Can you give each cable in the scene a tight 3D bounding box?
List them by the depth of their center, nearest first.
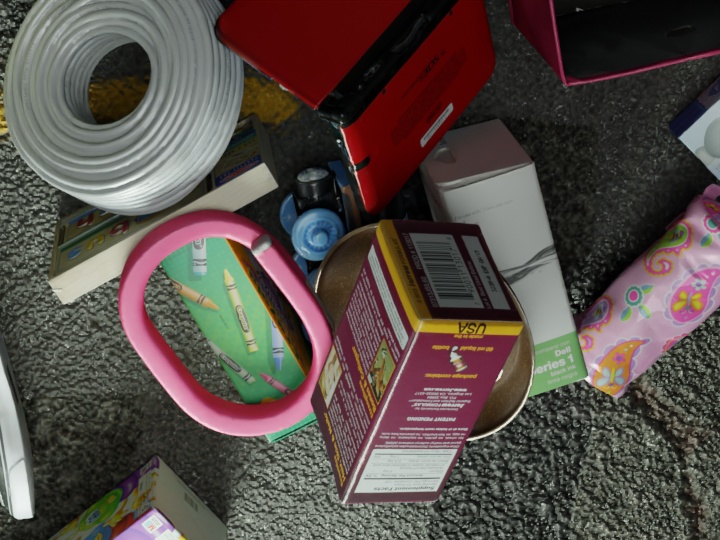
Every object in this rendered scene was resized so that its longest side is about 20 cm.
[{"bbox_3d":[-0.186,-0.147,1.282,0.200,0.069,0.200,-39,70,12],"label":"cable"}]

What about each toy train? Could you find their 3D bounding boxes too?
[{"bbox_3d":[0.000,0.000,1.401,0.114,0.087,0.200,-14,113,-8],"label":"toy train"}]

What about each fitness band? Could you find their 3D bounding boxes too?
[{"bbox_3d":[-0.104,0.045,1.297,0.144,0.037,0.200,-31,115,6],"label":"fitness band"}]

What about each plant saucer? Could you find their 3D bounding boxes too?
[{"bbox_3d":[0.056,0.044,1.315,0.200,0.037,0.201,16,126,24],"label":"plant saucer"}]

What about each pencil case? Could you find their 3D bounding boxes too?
[{"bbox_3d":[0.262,0.020,1.418,0.087,0.087,0.200,35,114,-17],"label":"pencil case"}]

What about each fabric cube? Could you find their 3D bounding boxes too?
[{"bbox_3d":[0.216,-0.276,1.255,0.200,0.199,0.196,-12,111,-1],"label":"fabric cube"}]

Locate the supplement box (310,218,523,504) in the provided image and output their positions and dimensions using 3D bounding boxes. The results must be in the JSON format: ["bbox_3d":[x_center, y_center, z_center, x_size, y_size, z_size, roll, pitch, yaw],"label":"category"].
[{"bbox_3d":[0.037,0.072,1.233,0.086,0.110,0.200,3,132,-22],"label":"supplement box"}]

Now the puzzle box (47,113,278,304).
[{"bbox_3d":[-0.163,-0.053,1.335,0.200,0.133,0.025,-28,114,5],"label":"puzzle box"}]

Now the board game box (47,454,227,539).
[{"bbox_3d":[-0.228,0.282,1.471,0.200,0.103,0.105,-38,110,9],"label":"board game box"}]

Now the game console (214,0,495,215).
[{"bbox_3d":[0.002,-0.176,1.308,0.200,0.119,0.172,-51,144,-28],"label":"game console"}]

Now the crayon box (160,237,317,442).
[{"bbox_3d":[-0.101,0.032,1.381,0.058,0.119,0.200,-27,111,5],"label":"crayon box"}]

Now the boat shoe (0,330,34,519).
[{"bbox_3d":[-0.331,0.127,1.417,0.068,0.074,0.200,-12,111,-6],"label":"boat shoe"}]

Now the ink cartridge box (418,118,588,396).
[{"bbox_3d":[0.116,-0.012,1.372,0.084,0.146,0.200,-17,112,-2],"label":"ink cartridge box"}]

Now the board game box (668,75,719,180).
[{"bbox_3d":[0.408,-0.125,1.414,0.200,0.043,0.199,42,103,-18],"label":"board game box"}]
